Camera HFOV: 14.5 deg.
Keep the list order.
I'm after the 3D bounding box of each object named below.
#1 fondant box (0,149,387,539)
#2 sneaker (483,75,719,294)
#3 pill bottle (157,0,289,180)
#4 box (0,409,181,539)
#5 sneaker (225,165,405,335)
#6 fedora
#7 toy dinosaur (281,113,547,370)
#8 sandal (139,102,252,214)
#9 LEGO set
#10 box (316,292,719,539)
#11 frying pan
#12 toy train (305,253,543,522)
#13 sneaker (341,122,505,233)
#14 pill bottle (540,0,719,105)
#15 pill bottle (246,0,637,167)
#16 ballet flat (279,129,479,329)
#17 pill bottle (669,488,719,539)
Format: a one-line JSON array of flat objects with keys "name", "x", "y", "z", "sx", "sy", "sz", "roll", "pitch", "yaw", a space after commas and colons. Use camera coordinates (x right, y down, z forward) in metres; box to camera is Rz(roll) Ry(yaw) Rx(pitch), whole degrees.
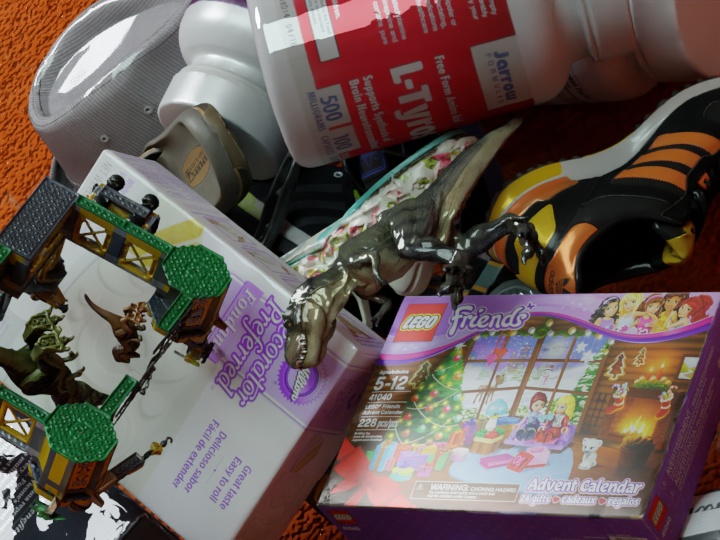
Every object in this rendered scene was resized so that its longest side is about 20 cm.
[{"name": "fondant box", "x": -0.098, "y": 0.047, "z": 1.568, "sx": 0.200, "sy": 0.058, "sz": 0.144, "roll": 37, "pitch": 100, "yaw": 24}, {"name": "sneaker", "x": 0.170, "y": -0.036, "z": 1.560, "sx": 0.200, "sy": 0.070, "sz": 0.090, "roll": -26, "pitch": 45, "yaw": -20}, {"name": "pill bottle", "x": -0.043, "y": -0.160, "z": 1.737, "sx": 0.112, "sy": 0.112, "sz": 0.200, "roll": 11, "pitch": 64, "yaw": 39}, {"name": "box", "x": -0.157, "y": 0.180, "z": 1.565, "sx": 0.124, "sy": 0.200, "sz": 0.197, "roll": -49, "pitch": 46, "yaw": -6}, {"name": "sneaker", "x": -0.014, "y": -0.031, "z": 1.708, "sx": 0.083, "sy": 0.072, "sz": 0.200, "roll": -51, "pitch": 46, "yaw": -9}, {"name": "fedora", "x": -0.137, "y": -0.123, "z": 1.828, "sx": 0.200, "sy": 0.090, "sz": 0.177, "roll": -27, "pitch": 37, "yaw": 21}, {"name": "toy dinosaur", "x": 0.043, "y": -0.017, "z": 1.495, "sx": 0.200, "sy": 0.048, "sz": 0.088, "roll": -42, "pitch": 43, "yaw": -23}, {"name": "sandal", "x": -0.117, "y": -0.034, "z": 1.710, "sx": 0.055, "sy": 0.200, "sz": 0.082, "roll": -32, "pitch": 83, "yaw": -26}, {"name": "LEGO set", "x": -0.164, "y": 0.054, "z": 1.483, "sx": 0.154, "sy": 0.116, "sz": 0.200, "roll": 23, "pitch": 47, "yaw": -1}, {"name": "box", "x": 0.087, "y": 0.076, "z": 1.452, "sx": 0.200, "sy": 0.039, "sz": 0.137, "roll": -2, "pitch": 52, "yaw": 37}, {"name": "frying pan", "x": -0.071, "y": 0.031, "z": 1.675, "sx": 0.190, "sy": 0.031, "sz": 0.115, "roll": -58, "pitch": 40, "yaw": 32}, {"name": "toy train", "x": 0.047, "y": 0.075, "z": 1.581, "sx": 0.114, "sy": 0.085, "sz": 0.200, "roll": 18, "pitch": 70, "yaw": 41}, {"name": "sneaker", "x": 0.014, "y": -0.100, "z": 1.649, "sx": 0.070, "sy": 0.200, "sz": 0.078, "roll": -23, "pitch": 11, "yaw": 42}, {"name": "pill bottle", "x": 0.118, "y": -0.155, "z": 1.678, "sx": 0.200, "sy": 0.113, "sz": 0.114, "roll": -1, "pitch": 59, "yaw": 33}, {"name": "pill bottle", "x": 0.046, "y": -0.134, "z": 1.564, "sx": 0.200, "sy": 0.112, "sz": 0.112, "roll": -16, "pitch": 50, "yaw": 5}, {"name": "ballet flat", "x": 0.000, "y": 0.000, "z": 1.598, "sx": 0.200, "sy": 0.076, "sz": 0.064, "roll": -36, "pitch": 74, "yaw": 21}, {"name": "pill bottle", "x": 0.118, "y": 0.179, "z": 1.444, "sx": 0.200, "sy": 0.106, "sz": 0.106, "roll": -14, "pitch": 52, "yaw": 25}]
